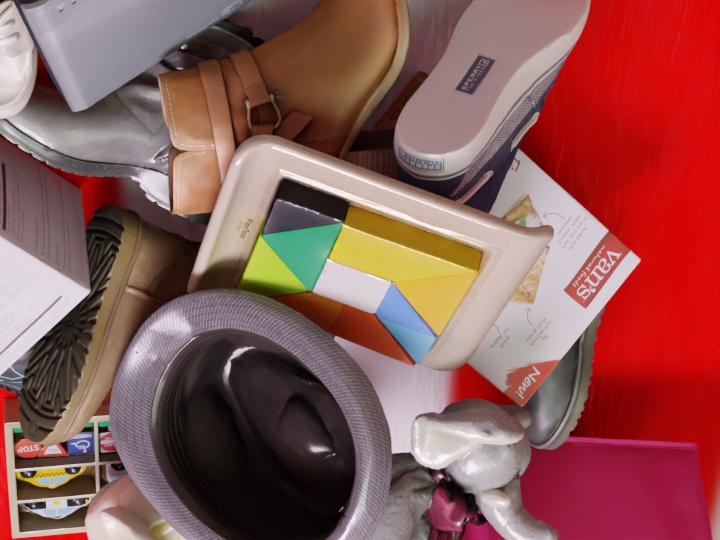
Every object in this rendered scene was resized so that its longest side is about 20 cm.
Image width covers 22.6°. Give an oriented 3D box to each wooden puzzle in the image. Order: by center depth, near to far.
[{"bbox_3d":[0.000,0.000,1.123,0.198,0.038,0.185,15,148,-8],"label":"wooden puzzle"}]

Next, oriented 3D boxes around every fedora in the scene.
[{"bbox_3d":[-0.056,0.101,1.179,0.199,0.090,0.178,30,108,18],"label":"fedora"}]

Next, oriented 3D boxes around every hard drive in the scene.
[{"bbox_3d":[-0.124,-0.163,1.023,0.139,0.033,0.200,-34,173,-7],"label":"hard drive"}]

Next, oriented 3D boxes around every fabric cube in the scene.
[{"bbox_3d":[0.156,0.261,1.412,0.194,0.201,0.200,3,150,-16],"label":"fabric cube"}]

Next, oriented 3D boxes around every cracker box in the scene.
[{"bbox_3d":[0.076,-0.020,1.230,0.200,0.058,0.134,39,91,-23],"label":"cracker box"}]

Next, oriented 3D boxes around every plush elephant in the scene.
[{"bbox_3d":[0.063,0.157,1.242,0.154,0.165,0.201,-24,88,17],"label":"plush elephant"}]

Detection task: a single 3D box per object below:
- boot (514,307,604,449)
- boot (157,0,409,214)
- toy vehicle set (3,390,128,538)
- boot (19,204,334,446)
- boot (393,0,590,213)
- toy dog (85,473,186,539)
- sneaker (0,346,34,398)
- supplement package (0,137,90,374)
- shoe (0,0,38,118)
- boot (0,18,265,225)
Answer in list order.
[{"bbox_3d":[0.074,0.035,1.303,0.198,0.072,0.184,6,99,-26],"label":"boot"},{"bbox_3d":[-0.050,-0.127,1.123,0.154,0.077,0.202,-2,110,-9],"label":"boot"},{"bbox_3d":[-0.172,0.145,1.386,0.198,0.027,0.125,-4,130,-10],"label":"toy vehicle set"},{"bbox_3d":[-0.118,0.060,1.244,0.199,0.066,0.176,22,93,-40],"label":"boot"},{"bbox_3d":[0.083,-0.106,1.153,0.072,0.200,0.091,25,145,24],"label":"boot"},{"bbox_3d":[-0.088,0.184,1.320,0.199,0.194,0.141,-25,110,-22],"label":"toy dog"},{"bbox_3d":[-0.249,0.062,1.266,0.198,0.076,0.080,-5,133,-8],"label":"sneaker"},{"bbox_3d":[-0.285,-0.035,1.151,0.114,0.110,0.200,-39,127,20],"label":"supplement package"},{"bbox_3d":[-0.234,-0.177,1.049,0.069,0.053,0.202,-11,116,-3],"label":"shoe"},{"bbox_3d":[-0.140,-0.121,1.158,0.199,0.068,0.131,21,110,-27],"label":"boot"}]
